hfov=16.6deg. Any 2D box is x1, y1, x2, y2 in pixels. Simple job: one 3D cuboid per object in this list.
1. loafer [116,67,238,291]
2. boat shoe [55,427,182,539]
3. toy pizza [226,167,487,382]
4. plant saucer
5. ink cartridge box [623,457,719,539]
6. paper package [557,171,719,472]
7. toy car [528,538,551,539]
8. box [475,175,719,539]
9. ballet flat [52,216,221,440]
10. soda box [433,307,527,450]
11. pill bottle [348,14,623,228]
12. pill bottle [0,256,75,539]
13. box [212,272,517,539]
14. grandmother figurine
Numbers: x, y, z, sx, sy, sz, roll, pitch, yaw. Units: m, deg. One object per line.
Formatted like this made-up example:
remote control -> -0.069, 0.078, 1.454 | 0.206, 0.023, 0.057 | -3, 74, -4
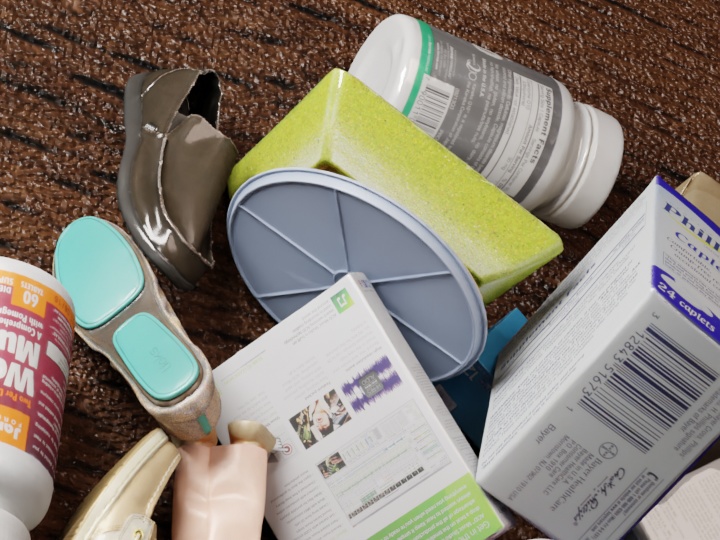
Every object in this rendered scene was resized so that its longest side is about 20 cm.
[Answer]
loafer -> -0.122, -0.074, 1.702 | 0.073, 0.071, 0.200 | 47, 25, -44
boat shoe -> -0.160, 0.189, 1.542 | 0.069, 0.074, 0.200 | 37, 57, -7
toy pizza -> 0.000, 0.000, 1.683 | 0.200, 0.200, 0.032 | 39, 55, -7
plant saucer -> 0.011, -0.026, 1.715 | 0.200, 0.200, 0.048 | 37, 57, -9
ink cartridge box -> 0.295, 0.200, 1.721 | 0.200, 0.047, 0.160 | -22, 74, -25
paper package -> 0.262, 0.057, 1.835 | 0.200, 0.191, 0.104 | 35, 44, -14
toy car -> 0.118, 0.242, 1.547 | 0.200, 0.175, 0.150 | 12, 19, -27
box -> 0.177, 0.065, 1.648 | 0.105, 0.184, 0.200 | 37, 24, -9
ballet flat -> -0.148, 0.044, 1.637 | 0.200, 0.068, 0.067 | 56, -2, 43
soda box -> 0.146, 0.130, 1.794 | 0.200, 0.064, 0.068 | 49, 46, 1
pill bottle -> 0.092, -0.108, 1.878 | 0.200, 0.113, 0.113 | 22, 52, -23
pill bottle -> -0.239, 0.099, 1.517 | 0.109, 0.110, 0.200 | 20, 52, -23
box -> -0.007, 0.123, 1.643 | 0.200, 0.144, 0.036 | 59, 18, 11
grandmother figurine -> -0.092, 0.196, 1.585 | 0.061, 0.121, 0.200 | 58, 34, -57
